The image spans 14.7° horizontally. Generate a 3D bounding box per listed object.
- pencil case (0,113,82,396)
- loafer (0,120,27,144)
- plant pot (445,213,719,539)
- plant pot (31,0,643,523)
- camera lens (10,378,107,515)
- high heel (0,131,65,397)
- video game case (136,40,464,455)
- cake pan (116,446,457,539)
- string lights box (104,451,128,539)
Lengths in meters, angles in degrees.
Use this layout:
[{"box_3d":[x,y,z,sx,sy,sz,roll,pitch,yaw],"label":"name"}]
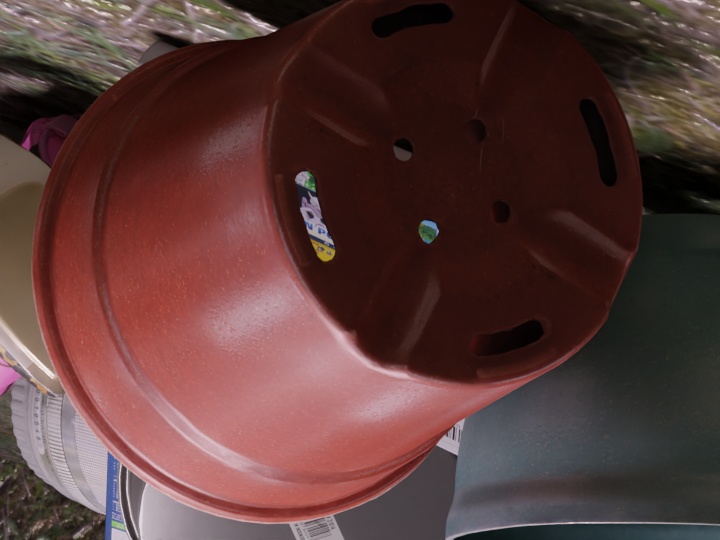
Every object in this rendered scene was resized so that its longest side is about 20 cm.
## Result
[{"box_3d":[-0.182,-0.008,1.493,0.200,0.091,0.094,-41,81,40],"label":"pencil case"},{"box_3d":[-0.134,-0.021,1.562,0.199,0.070,0.070,18,170,12],"label":"loafer"},{"box_3d":[0.136,0.051,1.178,0.199,0.135,0.200,1,169,0],"label":"plant pot"},{"box_3d":[-0.001,-0.015,1.060,0.200,0.202,0.195,23,161,-18],"label":"plant pot"},{"box_3d":[-0.118,0.097,1.889,0.199,0.161,0.160,11,166,41],"label":"camera lens"},{"box_3d":[-0.196,-0.024,1.423,0.071,0.201,0.143,-21,177,-20],"label":"high heel"},{"box_3d":[-0.012,-0.003,1.290,0.199,0.022,0.183,25,146,17],"label":"video game case"},{"box_3d":[-0.026,0.120,1.420,0.199,0.201,0.037,22,-154,-10],"label":"cake pan"},{"box_3d":[-0.100,0.116,1.699,0.102,0.059,0.201,13,142,3],"label":"string lights box"}]
